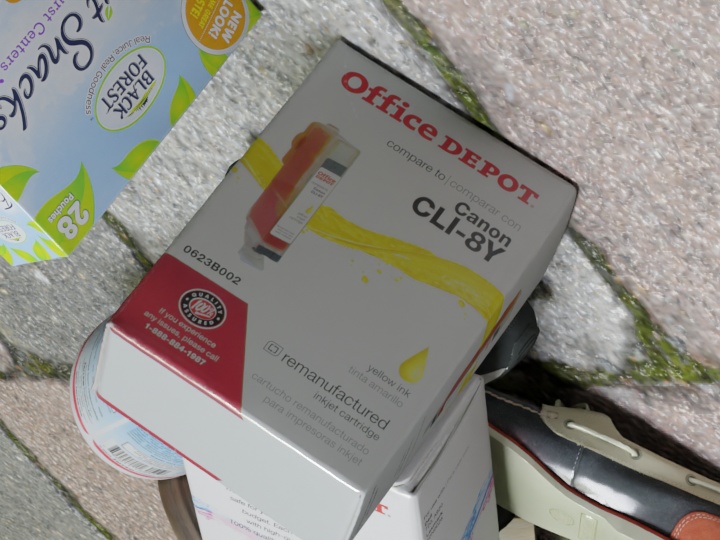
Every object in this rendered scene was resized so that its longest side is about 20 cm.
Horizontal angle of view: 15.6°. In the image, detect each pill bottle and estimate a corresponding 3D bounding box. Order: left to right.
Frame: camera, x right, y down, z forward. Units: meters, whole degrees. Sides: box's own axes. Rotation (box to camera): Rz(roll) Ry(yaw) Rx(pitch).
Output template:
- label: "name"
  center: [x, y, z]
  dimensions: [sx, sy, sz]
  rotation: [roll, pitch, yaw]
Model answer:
- label: "pill bottle"
  center: [-0.088, 0.054, 1.524]
  dimensions: [0.109, 0.109, 0.200]
  rotation: [42, 154, -11]

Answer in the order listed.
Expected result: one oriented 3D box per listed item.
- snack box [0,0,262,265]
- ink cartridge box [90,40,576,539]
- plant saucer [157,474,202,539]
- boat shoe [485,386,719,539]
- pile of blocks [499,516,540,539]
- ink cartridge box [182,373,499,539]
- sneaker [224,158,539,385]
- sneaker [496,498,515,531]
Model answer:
- label: "snack box"
  center: [-0.169, -0.131, 1.250]
  dimensions: [0.200, 0.169, 0.068]
  rotation: [47, 153, -23]
- label: "ink cartridge box"
  center: [-0.011, 0.010, 1.252]
  dimensions: [0.145, 0.200, 0.083]
  rotation: [33, 151, 8]
- label: "plant saucer"
  center: [-0.046, 0.177, 1.646]
  dimensions: [0.200, 0.029, 0.200]
  rotation: [42, -163, -16]
- label: "boat shoe"
  center: [0.119, 0.106, 1.404]
  dimensions: [0.200, 0.063, 0.071]
  rotation: [30, 156, 14]
- label: "pile of blocks"
  center: [0.056, 0.155, 1.587]
  dimensions: [0.199, 0.082, 0.062]
  rotation: [-1, 96, 40]
- label: "ink cartridge box"
  center: [-0.008, 0.118, 1.375]
  dimensions: [0.144, 0.084, 0.200]
  rotation: [21, 146, 22]
- label: "sneaker"
  center: [0.000, 0.000, 1.364]
  dimensions: [0.199, 0.075, 0.085]
  rotation: [20, 149, 31]
- label: "sneaker"
  center: [0.024, 0.120, 1.516]
  dimensions: [0.076, 0.091, 0.200]
  rotation: [45, 154, -22]
